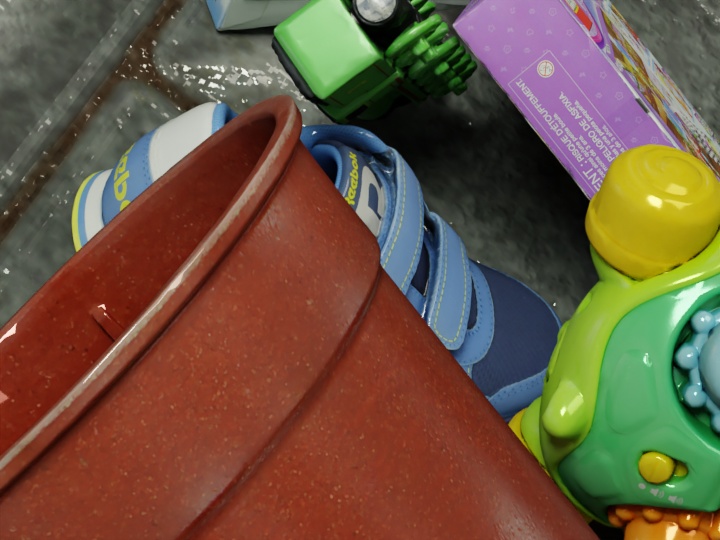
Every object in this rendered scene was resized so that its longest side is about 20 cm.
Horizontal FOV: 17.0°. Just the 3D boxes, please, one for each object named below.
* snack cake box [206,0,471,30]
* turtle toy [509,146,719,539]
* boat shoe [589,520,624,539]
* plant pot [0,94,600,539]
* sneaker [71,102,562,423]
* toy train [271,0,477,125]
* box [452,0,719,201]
[{"bbox_3d":[-0.027,-0.200,0.979,0.114,0.067,0.201,-9,63,-24],"label":"snack cake box"},{"bbox_3d":[0.142,0.034,0.782,0.199,0.147,0.101,-11,45,-32],"label":"turtle toy"},{"bbox_3d":[0.109,0.124,0.858,0.201,0.075,0.076,-11,94,-28],"label":"boat shoe"},{"bbox_3d":[-0.026,0.089,0.706,0.195,0.200,0.201,46,42,-12],"label":"plant pot"},{"bbox_3d":[0.000,0.000,0.857,0.199,0.082,0.074,20,47,-26],"label":"sneaker"},{"bbox_3d":[0.006,-0.078,0.871,0.042,0.056,0.200,54,5,4],"label":"toy train"},{"bbox_3d":[0.098,-0.062,0.932,0.137,0.039,0.200,52,12,-4],"label":"box"}]
